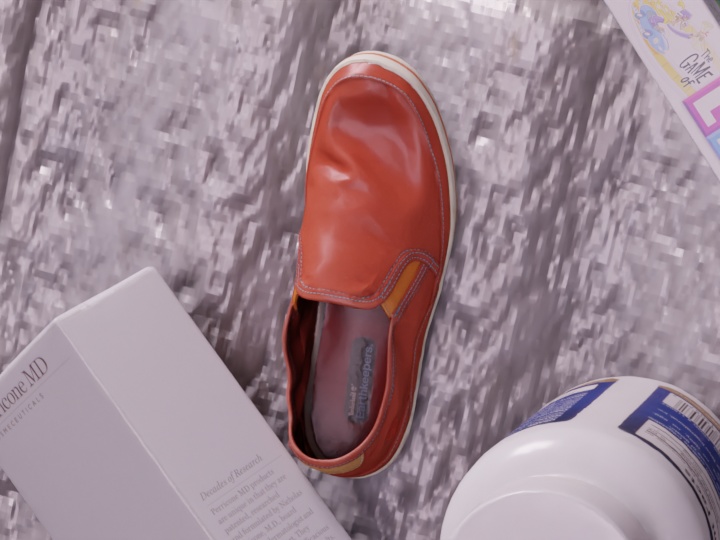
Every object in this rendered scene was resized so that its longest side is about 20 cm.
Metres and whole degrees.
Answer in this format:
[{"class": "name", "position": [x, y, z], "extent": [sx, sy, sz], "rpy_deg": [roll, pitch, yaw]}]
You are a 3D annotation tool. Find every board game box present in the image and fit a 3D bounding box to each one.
[{"class": "board game box", "position": [0.170, -0.052, 0.911], "extent": [0.034, 0.134, 0.200], "rpy_deg": [-33, 87, 17]}]

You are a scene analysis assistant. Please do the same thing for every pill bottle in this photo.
[{"class": "pill bottle", "position": [0.096, 0.112, 0.917], "extent": [0.111, 0.200, 0.111], "rpy_deg": [2, 97, 17]}]

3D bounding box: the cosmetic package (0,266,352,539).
[{"class": "cosmetic package", "position": [-0.084, 0.112, 1.021], "extent": [0.200, 0.071, 0.101], "rpy_deg": [54, 134, 5]}]

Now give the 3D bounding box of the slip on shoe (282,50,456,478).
[{"class": "slip on shoe", "position": [0.000, 0.000, 1.007], "extent": [0.074, 0.061, 0.200], "rpy_deg": [9, 97, 17]}]
